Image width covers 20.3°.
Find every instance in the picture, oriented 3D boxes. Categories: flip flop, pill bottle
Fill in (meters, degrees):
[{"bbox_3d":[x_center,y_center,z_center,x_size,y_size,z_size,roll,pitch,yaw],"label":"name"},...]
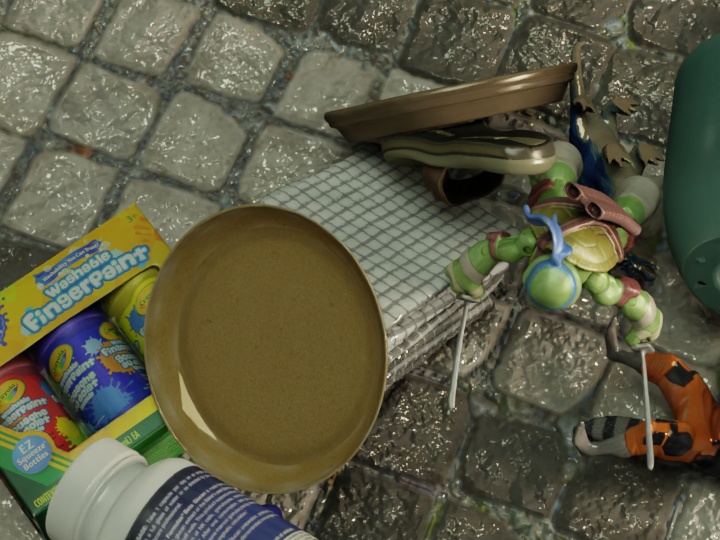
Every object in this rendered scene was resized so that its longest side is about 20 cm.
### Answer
[{"bbox_3d":[0.077,-0.074,1.456,0.080,0.200,0.058,-13,102,-25],"label":"flip flop"},{"bbox_3d":[-0.112,0.196,1.367,0.199,0.111,0.111,29,68,19],"label":"pill bottle"}]

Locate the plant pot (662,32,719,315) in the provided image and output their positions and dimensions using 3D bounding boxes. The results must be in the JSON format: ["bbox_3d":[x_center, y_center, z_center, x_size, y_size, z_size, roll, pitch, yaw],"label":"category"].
[{"bbox_3d":[0.309,-0.054,1.468,0.199,0.201,0.162,15,60,10],"label":"plant pot"}]

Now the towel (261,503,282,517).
[{"bbox_3d":[-0.103,0.276,1.415,0.146,0.050,0.202,-15,62,-2],"label":"towel"}]

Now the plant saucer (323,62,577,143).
[{"bbox_3d":[0.071,-0.127,1.543,0.198,0.200,0.030,-12,95,-4],"label":"plant saucer"}]

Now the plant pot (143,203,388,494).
[{"bbox_3d":[-0.063,0.054,1.407,0.198,0.027,0.202,3,96,28],"label":"plant pot"}]

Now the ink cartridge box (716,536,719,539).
[{"bbox_3d":[0.258,0.227,1.336,0.145,0.200,0.085,-36,72,-15],"label":"ink cartridge box"}]

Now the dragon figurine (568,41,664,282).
[{"bbox_3d":[0.180,-0.082,1.564,0.058,0.100,0.201,-5,51,-27],"label":"dragon figurine"}]

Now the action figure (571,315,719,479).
[{"bbox_3d":[0.263,0.102,1.480,0.192,0.105,0.200,20,36,5],"label":"action figure"}]

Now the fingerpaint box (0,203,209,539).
[{"bbox_3d":[-0.200,0.075,1.503,0.199,0.074,0.167,-34,67,-14],"label":"fingerpaint box"}]

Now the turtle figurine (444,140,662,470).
[{"bbox_3d":[0.140,0.009,1.433,0.143,0.202,0.194,-5,29,24],"label":"turtle figurine"}]

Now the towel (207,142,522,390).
[{"bbox_3d":[0.000,0.000,1.499,0.165,0.086,0.199,32,42,25],"label":"towel"}]
